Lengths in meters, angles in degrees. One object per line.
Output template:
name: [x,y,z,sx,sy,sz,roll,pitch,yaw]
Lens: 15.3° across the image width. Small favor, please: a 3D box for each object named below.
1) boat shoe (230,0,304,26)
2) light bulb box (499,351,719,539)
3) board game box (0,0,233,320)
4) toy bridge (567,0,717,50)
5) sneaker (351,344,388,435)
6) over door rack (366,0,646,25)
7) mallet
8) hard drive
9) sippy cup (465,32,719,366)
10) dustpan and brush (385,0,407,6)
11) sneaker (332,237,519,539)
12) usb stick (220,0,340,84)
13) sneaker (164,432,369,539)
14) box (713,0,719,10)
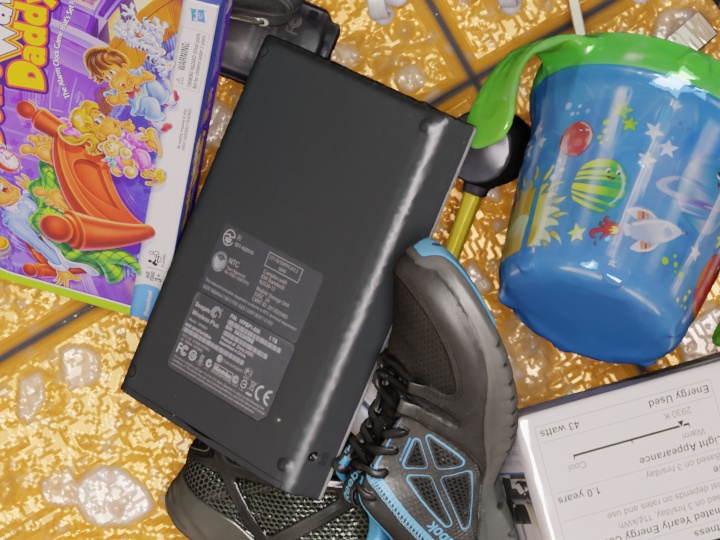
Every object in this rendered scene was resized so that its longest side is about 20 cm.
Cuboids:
boat shoe: [-0.119,-0.174,1.379,0.199,0.057,0.069,20,59,8]
light bulb box: [0.179,0.146,1.352,0.198,0.125,0.201,-14,88,-10]
board game box: [-0.146,-0.079,1.377,0.134,0.045,0.200,15,126,3]
toy bridge: [0.159,-0.109,1.425,0.067,0.027,0.200,-40,87,2]
sneaker: [0.000,0.000,1.374,0.071,0.073,0.200,-45,60,41]
over door rack: [0.075,-0.221,1.401,0.147,0.067,0.201,-5,67,9]
mallet: [0.039,0.008,1.409,0.041,0.066,0.201,22,91,14]
hard drive: [-0.034,-0.005,1.345,0.139,0.033,0.201,28,98,42]
sippy cup: [0.132,-0.029,1.350,0.177,0.140,0.131,21,64,4]
dustpan and brush: [-0.052,-0.211,1.432,0.200,0.057,0.140,40,84,10]
sneaker: [0.030,0.081,1.292,0.082,0.073,0.201,-14,118,-14]
usb stick: [-0.110,-0.146,1.438,0.199,0.033,0.056,21,83,3]
sneaker: [0.005,0.125,1.389,0.199,0.076,0.114,31,120,7]
box: [0.271,-0.115,1.336,0.117,0.197,0.200,-35,87,3]
